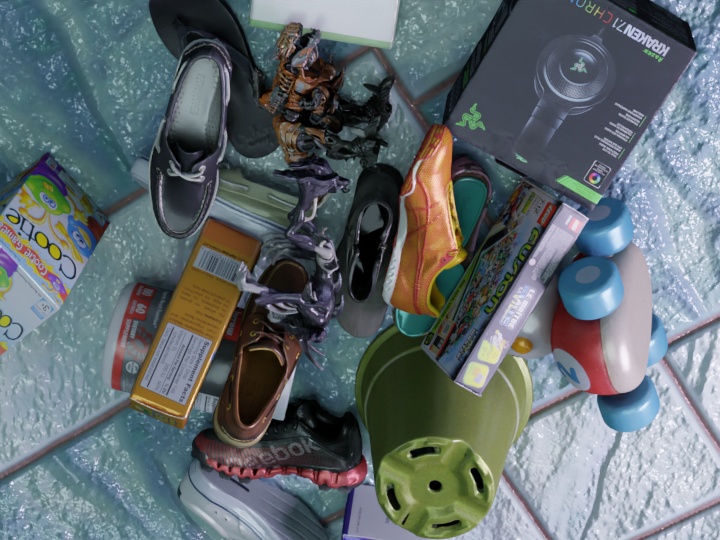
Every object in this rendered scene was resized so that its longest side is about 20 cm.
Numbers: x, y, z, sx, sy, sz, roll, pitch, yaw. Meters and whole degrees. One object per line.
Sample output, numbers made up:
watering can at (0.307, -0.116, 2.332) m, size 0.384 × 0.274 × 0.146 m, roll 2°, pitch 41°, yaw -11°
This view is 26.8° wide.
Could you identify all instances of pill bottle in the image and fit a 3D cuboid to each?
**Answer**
pill bottle at (-0.166, 0.089, 1.607) m, size 0.197 × 0.116 × 0.117 m, roll 13°, pitch 117°, yaw -1°

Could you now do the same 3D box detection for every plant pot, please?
plant pot at (0.081, 0.177, 1.580) m, size 0.197 × 0.191 × 0.202 m, roll 3°, pitch 117°, yaw 6°

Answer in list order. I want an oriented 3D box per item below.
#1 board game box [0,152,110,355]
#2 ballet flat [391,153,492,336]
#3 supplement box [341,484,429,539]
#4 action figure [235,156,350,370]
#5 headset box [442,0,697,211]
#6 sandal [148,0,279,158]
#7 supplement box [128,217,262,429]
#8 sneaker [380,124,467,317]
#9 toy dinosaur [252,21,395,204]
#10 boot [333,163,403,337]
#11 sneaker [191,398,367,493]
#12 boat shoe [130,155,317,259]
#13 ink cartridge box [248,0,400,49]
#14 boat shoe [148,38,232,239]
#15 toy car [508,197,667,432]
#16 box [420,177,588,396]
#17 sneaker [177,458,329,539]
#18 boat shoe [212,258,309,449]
board game box at (-0.344, -0.017, 1.528) m, size 0.103 × 0.201 × 0.105 m, roll -35°, pitch 108°, yaw 21°
ballet flat at (0.084, -0.028, 1.546) m, size 0.068 × 0.071 × 0.202 m, roll 15°, pitch 116°, yaw -8°
supplement box at (0.022, 0.361, 1.725) m, size 0.102 × 0.102 × 0.202 m, roll 8°, pitch 117°, yaw 2°
action figure at (-0.063, -0.007, 1.476) m, size 0.101 × 0.119 × 0.203 m, roll 7°, pitch 109°, yaw 7°
headset box at (0.193, -0.182, 1.447) m, size 0.173 × 0.093 × 0.201 m, roll 29°, pitch 116°, yaw -7°
sandal at (-0.138, -0.200, 1.503) m, size 0.076 × 0.043 × 0.201 m, roll -28°, pitch 110°, yaw 18°
supplement box at (-0.166, 0.054, 1.523) m, size 0.068 × 0.067 × 0.202 m, roll 25°, pitch 74°, yaw -1°
sneaker at (0.072, -0.049, 1.468) m, size 0.076 × 0.073 × 0.202 m, roll 13°, pitch 122°, yaw 9°
toy dinosaur at (-0.039, -0.154, 1.496) m, size 0.134 × 0.103 × 0.201 m, roll 7°, pitch 154°, yaw 8°
boot at (0.000, 0.000, 1.535) m, size 0.067 × 0.131 × 0.202 m, roll 10°, pitch 117°, yaw 2°
sneaker at (-0.088, 0.184, 1.669) m, size 0.197 × 0.071 × 0.099 m, roll 5°, pitch 117°, yaw 2°
boat shoe at (-0.139, -0.077, 1.559) m, size 0.198 × 0.072 × 0.063 m, roll 25°, pitch 82°, yaw -6°
ink cartridge box at (-0.025, -0.320, 1.429) m, size 0.143 × 0.048 × 0.202 m, roll 10°, pitch 116°, yaw 2°
boat shoe at (-0.164, -0.123, 1.473) m, size 0.073 × 0.060 × 0.202 m, roll 14°, pitch 105°, yaw -9°
toy car at (0.191, 0.053, 1.531) m, size 0.198 × 0.178 × 0.186 m, roll -8°, pitch 127°, yaw 24°
box at (0.139, 0.014, 1.484) m, size 0.034 × 0.110 × 0.201 m, roll 29°, pitch 96°, yaw -21°
sneaker at (-0.120, 0.285, 1.731) m, size 0.199 × 0.073 × 0.071 m, roll 39°, pitch 129°, yaw -6°
boat shoe at (-0.091, 0.080, 1.525) m, size 0.071 × 0.068 × 0.202 m, roll 21°, pitch 72°, yaw -8°
